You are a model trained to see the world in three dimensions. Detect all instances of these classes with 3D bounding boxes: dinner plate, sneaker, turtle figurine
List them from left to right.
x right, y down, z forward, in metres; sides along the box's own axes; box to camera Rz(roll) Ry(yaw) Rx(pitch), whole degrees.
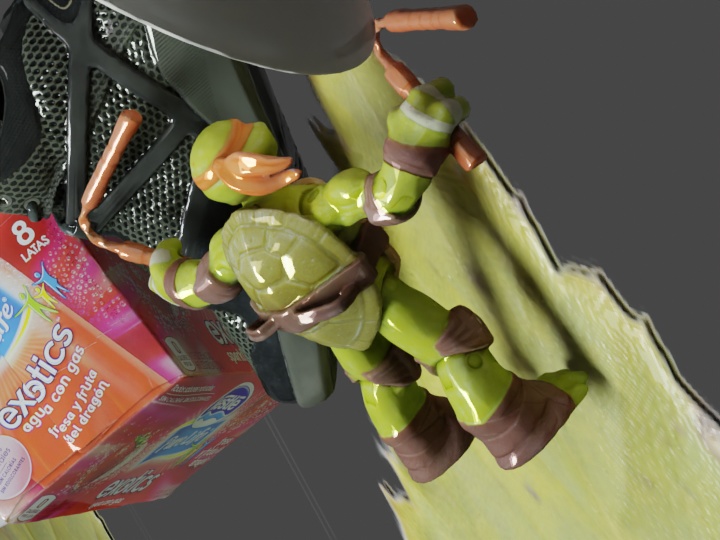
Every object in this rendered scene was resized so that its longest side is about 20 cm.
[{"bbox_3d":[-0.075,-0.126,0.704,0.200,0.024,0.200,29,-157,-13],"label":"dinner plate"},{"bbox_3d":[-0.078,-0.027,0.894,0.076,0.114,0.200,-95,-16,-57],"label":"sneaker"},{"bbox_3d":[0.000,0.000,0.795,0.200,0.064,0.161,-27,115,42],"label":"turtle figurine"}]

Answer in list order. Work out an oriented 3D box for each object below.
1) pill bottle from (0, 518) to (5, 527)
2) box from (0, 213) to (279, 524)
[{"bbox_3d":[-0.286,0.073,1.634,0.200,0.112,0.112,59,162,-16],"label":"pill bottle"},{"bbox_3d":[-0.105,0.033,1.002,0.100,0.095,0.200,52,-171,10],"label":"box"}]
